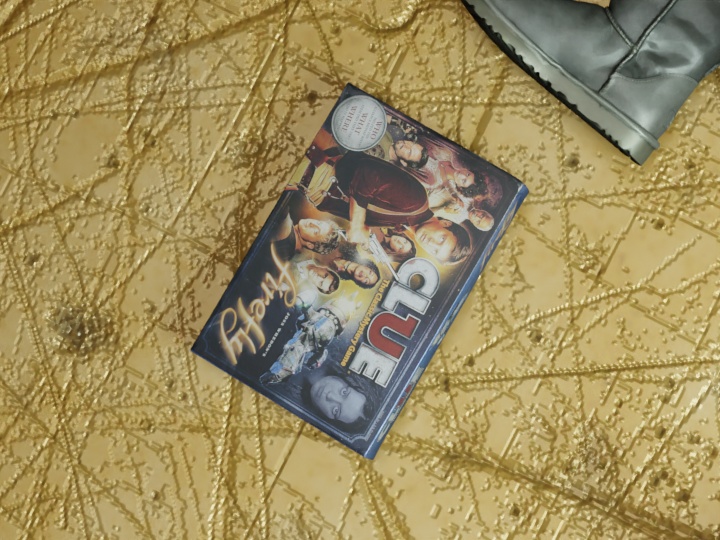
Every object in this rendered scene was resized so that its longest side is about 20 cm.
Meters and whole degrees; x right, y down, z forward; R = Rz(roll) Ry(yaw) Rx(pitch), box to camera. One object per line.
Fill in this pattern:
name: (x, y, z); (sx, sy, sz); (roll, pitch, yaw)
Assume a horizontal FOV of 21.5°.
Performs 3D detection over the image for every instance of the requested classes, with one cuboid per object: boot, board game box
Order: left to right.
board game box: (0.000, 0.000, 1.212); (0.135, 0.035, 0.201); (29, 87, 12)
boot: (0.183, -0.190, 1.192); (0.182, 0.073, 0.200); (39, 96, -1)
